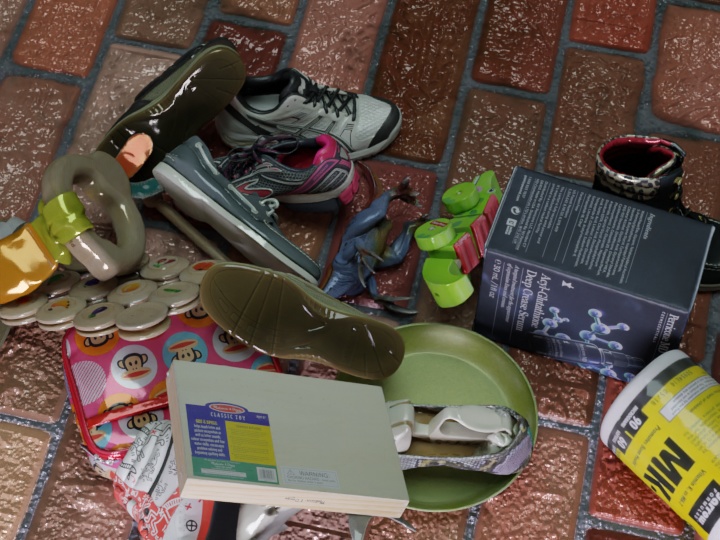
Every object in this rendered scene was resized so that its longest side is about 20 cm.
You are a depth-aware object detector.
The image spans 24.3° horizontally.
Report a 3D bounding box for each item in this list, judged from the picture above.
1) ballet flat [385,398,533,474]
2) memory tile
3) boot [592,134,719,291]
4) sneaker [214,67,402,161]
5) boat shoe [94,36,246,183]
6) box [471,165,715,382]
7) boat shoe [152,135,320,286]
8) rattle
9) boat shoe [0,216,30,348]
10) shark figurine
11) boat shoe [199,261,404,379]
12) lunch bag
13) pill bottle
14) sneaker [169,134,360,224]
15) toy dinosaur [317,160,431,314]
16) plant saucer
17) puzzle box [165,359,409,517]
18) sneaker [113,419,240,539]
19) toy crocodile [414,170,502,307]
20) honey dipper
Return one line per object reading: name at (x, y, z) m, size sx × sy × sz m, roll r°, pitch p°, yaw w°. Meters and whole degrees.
ballet flat at (0.060, 0.143, 1.513) m, size 0.198 × 0.072 × 0.073 m, roll 3°, pitch 56°, yaw 0°
memory tile at (-0.233, 0.019, 1.578) m, size 0.198 × 0.017 × 0.153 m, roll 5°, pitch 29°, yaw 32°
boot at (0.312, -0.055, 1.639) m, size 0.201 × 0.154 × 0.074 m, roll 9°, pitch 56°, yaw 4°
sneaker at (-0.053, -0.166, 1.742) m, size 0.198 × 0.088 × 0.076 m, roll -1°, pitch 54°, yaw -5°
boat shoe at (-0.196, -0.162, 1.714) m, size 0.201 × 0.072 × 0.066 m, roll -41°, pitch 25°, yaw 16°
box at (0.218, 0.010, 1.596) m, size 0.198 × 0.149 × 0.108 m, roll 17°, pitch 57°, yaw 10°
boat shoe at (-0.110, -0.058, 1.629) m, size 0.199 × 0.073 × 0.062 m, roll 37°, pitch 72°, yaw 10°
rattle at (-0.275, -0.047, 1.627) m, size 0.130 × 0.143 × 0.201 m, roll 32°, pitch 27°, yaw -15°
boat shoe at (-0.376, 0.034, 1.612) m, size 0.068 × 0.075 × 0.201 m, roll 14°, pitch 56°, yaw 32°
shark figurine at (-0.067, 0.223, 1.473) m, size 0.213 × 0.089 × 0.129 m, roll -28°, pitch 64°, yaw 16°
boat shoe at (-0.056, 0.044, 1.547) m, size 0.199 × 0.063 × 0.074 m, roll 18°, pitch 96°, yaw -12°
lunch bag at (-0.171, 0.114, 1.558) m, size 0.198 × 0.082 × 0.177 m, roll -15°, pitch 62°, yaw -10°
pill bottle at (0.322, 0.177, 1.507) m, size 0.114 × 0.115 × 0.200 m, roll -35°, pitch 63°, yaw -23°
sneaker at (-0.102, -0.102, 1.689) m, size 0.198 × 0.075 × 0.081 m, roll -8°, pitch 54°, yaw 16°
toy dinosaur at (0.000, 0.000, 1.663) m, size 0.181 × 0.105 × 0.200 m, roll -38°, pitch 29°, yaw -13°
plant saucer at (0.067, 0.142, 1.573) m, size 0.198 × 0.031 × 0.202 m, roll 1°, pitch 55°, yaw -1°
puzzle box at (-0.064, 0.143, 1.419) m, size 0.198 × 0.026 × 0.134 m, roll 9°, pitch 41°, yaw -21°
sneaker at (-0.165, 0.225, 1.440) m, size 0.107 × 0.067 × 0.204 m, roll 1°, pitch 71°, yaw 30°
toy crocodile at (0.105, -0.034, 1.643) m, size 0.061 × 0.068 × 0.200 m, roll -7°, pitch 27°, yaw 30°
honey dipper at (-0.150, -0.023, 1.670) m, size 0.038 × 0.038 × 0.200 m, roll -37°, pitch 66°, yaw -24°
